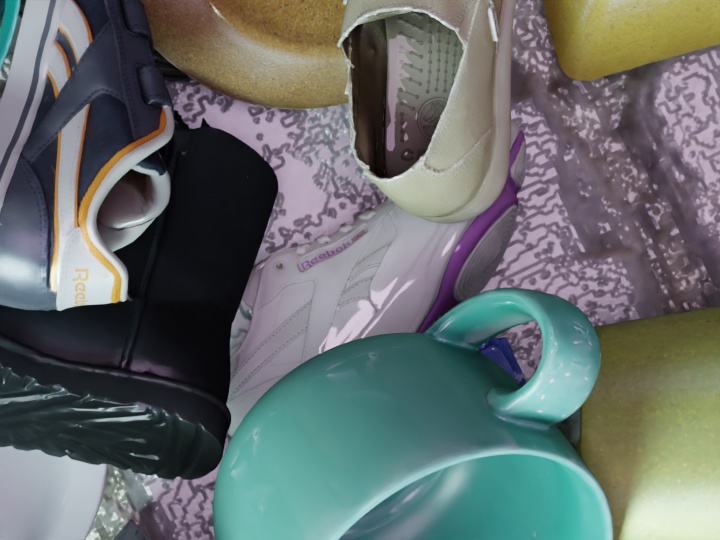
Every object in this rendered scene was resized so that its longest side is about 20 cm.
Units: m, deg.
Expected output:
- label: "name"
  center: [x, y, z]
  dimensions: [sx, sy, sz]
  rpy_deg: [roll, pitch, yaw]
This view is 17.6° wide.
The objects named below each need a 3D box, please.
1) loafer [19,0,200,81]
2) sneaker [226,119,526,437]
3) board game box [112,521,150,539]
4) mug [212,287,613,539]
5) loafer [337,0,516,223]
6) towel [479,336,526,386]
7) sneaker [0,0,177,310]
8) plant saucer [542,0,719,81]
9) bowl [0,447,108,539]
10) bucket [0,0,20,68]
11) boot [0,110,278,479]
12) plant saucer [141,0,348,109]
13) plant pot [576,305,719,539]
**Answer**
- label: "loafer"
  center: [-0.147, -0.153, 1.071]
  dimensions: [0.200, 0.063, 0.072]
  rpy_deg: [33, 89, -2]
- label: "sneaker"
  center: [0.000, 0.000, 1.074]
  dimensions: [0.100, 0.075, 0.200]
  rpy_deg: [33, 79, 19]
- label: "board game box"
  center: [-0.075, 0.195, 1.013]
  dimensions: [0.148, 0.200, 0.064]
  rpy_deg: [43, 90, -2]
- label: "mug"
  center: [0.027, 0.094, 0.988]
  dimensions: [0.185, 0.114, 0.152]
  rpy_deg: [-34, 132, -3]
- label: "loafer"
  center: [0.028, -0.120, 1.005]
  dimensions: [0.076, 0.068, 0.200]
  rpy_deg: [-5, 90, 26]
- label: "towel"
  center: [0.042, 0.145, 1.105]
  dimensions: [0.145, 0.024, 0.200]
  rpy_deg: [-25, 92, 0]
- label: "sneaker"
  center: [-0.113, -0.067, 0.985]
  dimensions: [0.079, 0.078, 0.200]
  rpy_deg: [11, 59, 0]
- label: "plant saucer"
  center: [0.162, -0.208, 1.059]
  dimensions: [0.200, 0.048, 0.200]
  rpy_deg: [-15, 87, 12]
- label: "bowl"
  center: [-0.222, 0.080, 1.042]
  dimensions: [0.201, 0.090, 0.201]
  rpy_deg: [13, 61, -24]
- label: "bucket"
  center: [-0.252, -0.124, 1.002]
  dimensions: [0.207, 0.135, 0.207]
  rpy_deg: [4, 116, 8]
- label: "boot"
  center: [-0.140, -0.007, 1.029]
  dimensions: [0.200, 0.076, 0.168]
  rpy_deg: [15, 52, -11]
- label: "plant saucer"
  center: [-0.020, -0.171, 1.058]
  dimensions: [0.200, 0.035, 0.200]
  rpy_deg: [-4, 102, -18]
- label: "plant pot"
  center: [0.193, 0.088, 1.038]
  dimensions: [0.184, 0.200, 0.200]
  rpy_deg: [-3, 92, 9]
